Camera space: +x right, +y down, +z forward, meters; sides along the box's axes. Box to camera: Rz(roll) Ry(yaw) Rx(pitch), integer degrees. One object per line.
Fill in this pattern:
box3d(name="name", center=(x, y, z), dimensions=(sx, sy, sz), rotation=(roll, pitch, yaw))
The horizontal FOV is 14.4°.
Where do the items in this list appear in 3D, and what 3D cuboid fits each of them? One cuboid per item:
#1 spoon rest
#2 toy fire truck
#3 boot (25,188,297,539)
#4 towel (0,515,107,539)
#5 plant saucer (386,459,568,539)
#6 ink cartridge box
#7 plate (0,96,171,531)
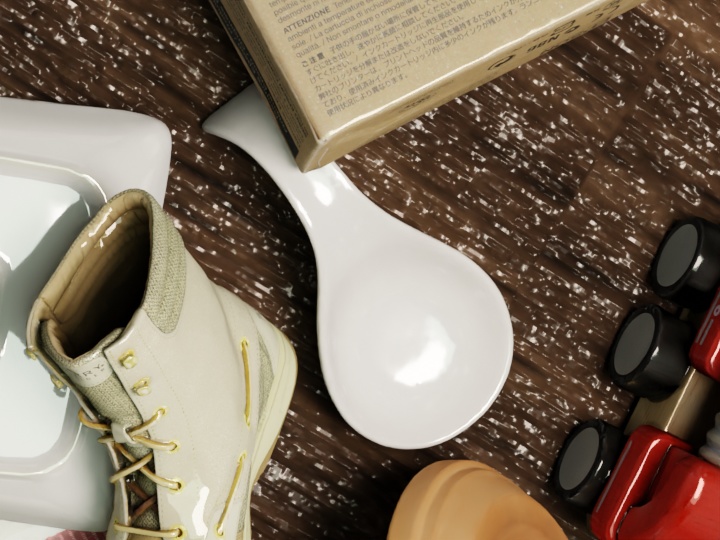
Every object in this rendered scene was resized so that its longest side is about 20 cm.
box3d(name="spoon rest", center=(0.000, 0.000, 1.370), dimensions=(0.099, 0.061, 0.200), rotation=(-39, 108, -8))
box3d(name="toy fire truck", center=(0.211, 0.082, 1.379), dimensions=(0.128, 0.200, 0.176), rotation=(26, 91, -20))
box3d(name="boot", center=(-0.100, 0.081, 1.282), dimensions=(0.155, 0.072, 0.200), rotation=(53, 47, -53))
box3d(name="towel", center=(-0.161, 0.129, 1.361), dimensions=(0.144, 0.023, 0.200), rotation=(-24, 105, -11))
box3d(name="plant saucer", center=(0.072, 0.187, 1.366), dimensions=(0.037, 0.200, 0.201), rotation=(-14, 108, 25))
box3d(name="ink cartridge box", center=(0.025, -0.163, 1.315), dimensions=(0.200, 0.075, 0.165), rotation=(-27, 84, -12))
box3d(name="plate", center=(-0.194, 0.016, 1.309), dimensions=(0.199, 0.032, 0.201), rotation=(8, 93, -13))
